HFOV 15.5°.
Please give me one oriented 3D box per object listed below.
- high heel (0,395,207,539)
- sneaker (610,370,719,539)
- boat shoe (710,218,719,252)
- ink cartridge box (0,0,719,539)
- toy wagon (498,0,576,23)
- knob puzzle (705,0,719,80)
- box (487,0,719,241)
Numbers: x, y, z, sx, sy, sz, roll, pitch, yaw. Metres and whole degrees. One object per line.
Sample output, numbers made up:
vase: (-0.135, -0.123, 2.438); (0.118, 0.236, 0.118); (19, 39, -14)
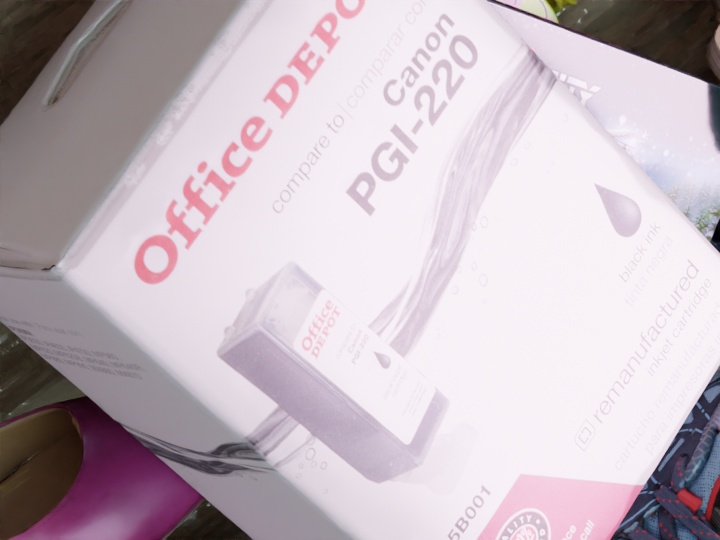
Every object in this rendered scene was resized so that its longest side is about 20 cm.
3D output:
high heel: (-0.130, 0.060, 0.766); (0.200, 0.067, 0.096); (-29, 126, -12)
sneaker: (0.093, 0.082, 0.812); (0.079, 0.096, 0.200); (46, 59, 1)
boat shoe: (0.189, -0.066, 0.936); (0.200, 0.093, 0.075); (-52, 151, -37)
ink cartridge box: (0.000, 0.000, 0.756); (0.200, 0.085, 0.146); (43, 71, -27)
toy wagon: (0.004, -0.029, 0.877); (0.155, 0.040, 0.200); (42, 86, -29)
knob puzzle: (0.210, -0.083, 0.876); (0.219, 0.220, 0.030); (-13, 153, -21)
box: (0.019, -0.022, 0.842); (0.200, 0.038, 0.137); (17, 97, -29)
